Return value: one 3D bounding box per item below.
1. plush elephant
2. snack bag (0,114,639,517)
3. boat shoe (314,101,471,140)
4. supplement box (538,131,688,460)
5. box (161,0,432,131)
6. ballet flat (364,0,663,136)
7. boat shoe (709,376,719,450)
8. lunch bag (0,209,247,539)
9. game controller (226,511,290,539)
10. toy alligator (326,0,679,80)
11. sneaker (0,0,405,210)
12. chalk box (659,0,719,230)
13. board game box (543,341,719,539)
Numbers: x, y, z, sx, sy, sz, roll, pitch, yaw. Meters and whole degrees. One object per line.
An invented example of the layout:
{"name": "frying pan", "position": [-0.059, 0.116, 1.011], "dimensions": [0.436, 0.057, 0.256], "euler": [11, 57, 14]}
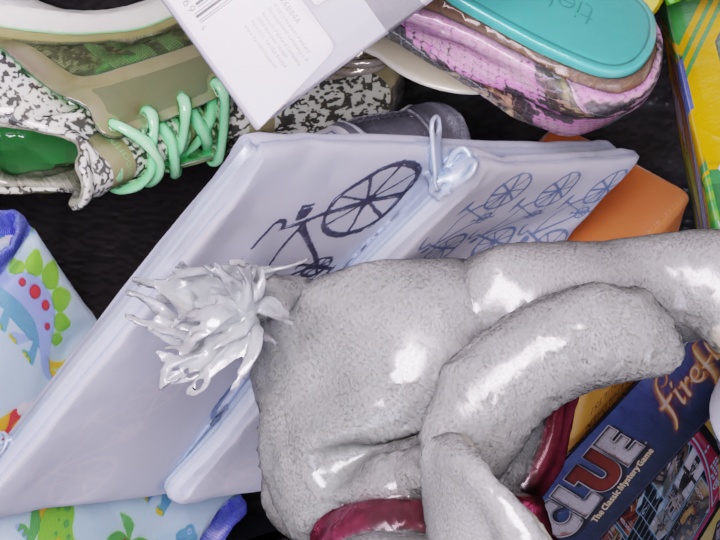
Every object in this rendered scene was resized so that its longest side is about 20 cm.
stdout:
{"name": "plush elephant", "position": [0.026, 0.078, 0.704], "dimensions": [0.199, 0.156, 0.164], "euler": [4, 161, -39]}
{"name": "snack bag", "position": [-0.019, 0.020, 0.781], "dimensions": [0.199, 0.021, 0.189], "euler": [-1, 140, -51]}
{"name": "boat shoe", "position": [0.000, 0.000, 0.881], "dimensions": [0.068, 0.072, 0.200], "euler": [-26, 157, -22]}
{"name": "supplement box", "position": [0.071, 0.046, 0.924], "dimensions": [0.069, 0.067, 0.201], "euler": [29, 137, 20]}
{"name": "box", "position": [0.005, -0.163, 0.678], "dimensions": [0.200, 0.041, 0.156], "euler": [-36, 100, 5]}
{"name": "ballet flat", "position": [0.002, -0.100, 0.748], "dimensions": [0.199, 0.069, 0.071], "euler": [31, 144, -6]}
{"name": "boat shoe", "position": [0.193, 0.069, 0.921], "dimensions": [0.200, 0.071, 0.091], "euler": [-8, 145, -42]}
{"name": "lunch bag", "position": [-0.170, 0.067, 0.875], "dimensions": [0.199, 0.128, 0.170], "euler": [-2, 136, 38]}
{"name": "game controller", "position": [-0.057, 0.147, 1.011], "dimensions": [0.199, 0.042, 0.105], "euler": [-16, 134, -9]}
{"name": "toy alligator", "position": [0.076, -0.114, 0.793], "dimensions": [0.199, 0.059, 0.055], "euler": [-14, 114, 2]}
{"name": "sneaker", "position": [-0.082, -0.049, 0.825], "dimensions": [0.199, 0.089, 0.077], "euler": [-3, 133, -4]}
{"name": "chalk box", "position": [0.179, -0.016, 0.798], "dimensions": [0.124, 0.201, 0.124], "euler": [-11, 132, 6]}
{"name": "board game box", "position": [0.114, 0.122, 0.958], "dimensions": [0.035, 0.135, 0.201], "euler": [32, 150, 27]}
